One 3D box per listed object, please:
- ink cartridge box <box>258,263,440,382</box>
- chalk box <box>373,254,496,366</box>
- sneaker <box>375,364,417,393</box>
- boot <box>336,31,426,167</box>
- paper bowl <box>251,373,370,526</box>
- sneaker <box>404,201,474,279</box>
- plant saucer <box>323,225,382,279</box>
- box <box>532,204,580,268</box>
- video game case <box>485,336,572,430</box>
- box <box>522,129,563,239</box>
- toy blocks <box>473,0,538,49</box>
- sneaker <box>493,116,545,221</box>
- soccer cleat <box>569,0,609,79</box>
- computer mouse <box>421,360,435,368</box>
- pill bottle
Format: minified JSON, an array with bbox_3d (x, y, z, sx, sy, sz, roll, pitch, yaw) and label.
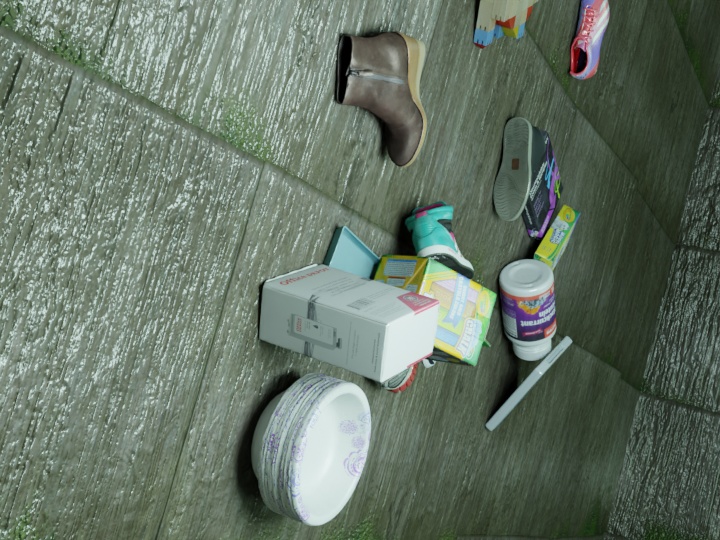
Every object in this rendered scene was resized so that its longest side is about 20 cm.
[{"bbox_3d":[-0.015,0.065,1.300,0.146,0.199,0.083,-20,121,-56],"label":"ink cartridge box"},{"bbox_3d":[0.121,0.069,1.508,0.199,0.124,0.125,26,76,-35],"label":"chalk box"},{"bbox_3d":[0.069,0.096,1.580,0.082,0.077,0.201,29,73,-54],"label":"sneaker"},{"bbox_3d":[0.023,-0.244,1.408,0.166,0.072,0.202,-13,114,-45],"label":"boot"},{"bbox_3d":[-0.076,0.244,1.357,0.200,0.104,0.202,-28,123,-53],"label":"paper bowl"},{"bbox_3d":[0.129,-0.050,1.605,0.200,0.083,0.122,41,36,-66],"label":"sneaker"},{"bbox_3d":[0.000,0.000,1.484,0.200,0.019,0.070,41,66,-56],"label":"plant saucer"},{"bbox_3d":[0.411,-0.038,2.115,0.200,0.048,0.118,-51,162,-36],"label":"box"},{"bbox_3d":[0.365,0.244,2.095,0.182,0.022,0.200,-31,160,-52],"label":"video game case"},{"bbox_3d":[0.376,-0.179,2.047,0.144,0.036,0.200,-64,147,-23],"label":"box"},{"bbox_3d":[0.262,-0.469,1.706,0.200,0.099,0.138,-40,145,-46],"label":"toy blocks"},{"bbox_3d":[0.322,-0.194,1.907,0.106,0.074,0.202,3,96,-58],"label":"sneaker"},{"bbox_3d":[0.491,-0.514,2.098,0.076,0.066,0.202,-19,120,-51],"label":"soccer cleat"},{"bbox_3d":[0.124,0.071,1.702,0.110,0.044,0.201,52,50,-59],"label":"computer mouse"},{"bbox_3d":[0.352,0.087,2.027,0.112,0.111,0.201,-49,139,-40],"label":"pill bottle"}]
